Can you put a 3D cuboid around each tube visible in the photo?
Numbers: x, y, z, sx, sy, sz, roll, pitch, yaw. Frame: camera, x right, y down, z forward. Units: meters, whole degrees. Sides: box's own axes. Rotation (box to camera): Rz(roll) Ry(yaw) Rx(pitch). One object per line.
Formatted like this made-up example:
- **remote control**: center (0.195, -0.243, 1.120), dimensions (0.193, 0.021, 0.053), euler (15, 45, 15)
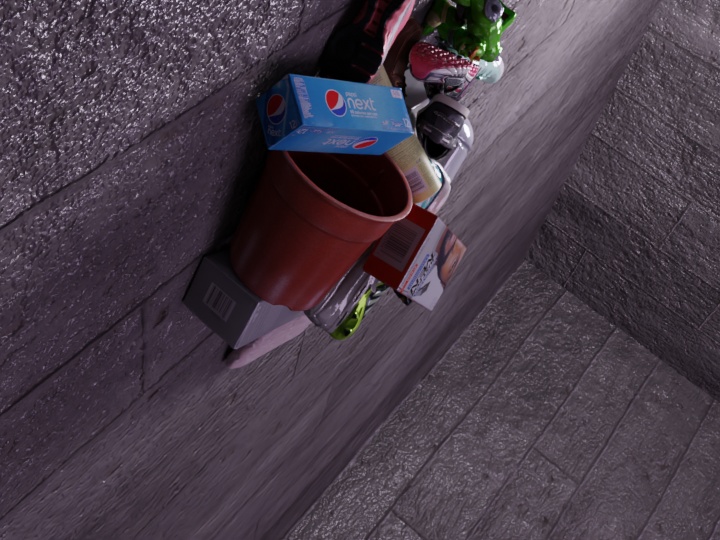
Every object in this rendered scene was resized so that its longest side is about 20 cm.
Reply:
- **tube**: center (0.044, -0.188, 1.219), dimensions (0.051, 0.202, 0.058), euler (-15, -152, 40)

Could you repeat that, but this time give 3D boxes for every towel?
- **towel**: center (-0.114, 0.077, 1.474), dimensions (0.200, 0.032, 0.190), euler (-44, 170, 37)

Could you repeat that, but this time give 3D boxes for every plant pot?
- **plant pot**: center (-0.065, -0.067, 1.151), dimensions (0.196, 0.201, 0.200), euler (-53, 167, 32)

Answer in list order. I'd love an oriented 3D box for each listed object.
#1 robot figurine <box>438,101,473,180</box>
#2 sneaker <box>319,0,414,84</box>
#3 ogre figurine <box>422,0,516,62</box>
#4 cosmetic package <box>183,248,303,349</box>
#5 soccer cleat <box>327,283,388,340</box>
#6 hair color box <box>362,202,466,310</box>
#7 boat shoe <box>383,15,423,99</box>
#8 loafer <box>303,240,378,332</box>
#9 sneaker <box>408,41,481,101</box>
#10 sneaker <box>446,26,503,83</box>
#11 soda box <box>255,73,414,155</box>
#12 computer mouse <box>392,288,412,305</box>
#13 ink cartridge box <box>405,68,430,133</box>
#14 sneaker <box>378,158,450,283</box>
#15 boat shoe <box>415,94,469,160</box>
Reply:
- **robot figurine**: center (0.121, -0.202, 1.529), dimensions (0.202, 0.112, 0.169), euler (-60, -154, 2)
- **sneaker**: center (0.024, -0.299, 1.112), dimensions (0.202, 0.073, 0.087), euler (-57, 169, 16)
- **ogre figurine**: center (0.151, -0.364, 1.267), dimensions (0.098, 0.119, 0.201), euler (-47, 163, -25)
- **cosmetic package**: center (-0.142, 0.022, 1.247), dimensions (0.091, 0.106, 0.199), euler (-59, 162, 22)
- **soccer cleat**: center (0.011, 0.020, 1.407), dimensions (0.201, 0.067, 0.081), euler (-53, -176, 4)
- **hair color box**: center (0.080, -0.018, 1.243), dimensions (0.112, 0.063, 0.200), euler (-60, 161, 0)
- **boat shoe**: center (0.037, -0.257, 1.252), dimensions (0.202, 0.067, 0.072), euler (-59, 164, 18)
- **loafer**: center (0.000, 0.000, 1.261), dimensions (0.200, 0.070, 0.070), euler (-47, 121, 1)
- **sneaker**: center (0.117, -0.269, 1.250), dimensions (0.076, 0.080, 0.199), euler (-65, 162, 16)
- **sneaker**: center (0.174, -0.331, 1.493), dimensions (0.120, 0.073, 0.200), euler (-61, 155, 1)
- **soda box**: center (-0.027, -0.184, 1.070), dimensions (0.198, 0.066, 0.067), euler (-4, 165, -47)
- **computer mouse**: center (0.020, -0.022, 1.477), dimensions (0.034, 0.201, 0.059), euler (-31, 167, -19)
- **ink cartridge box**: center (0.051, -0.209, 1.402), dimensions (0.116, 0.067, 0.202), euler (-39, 159, -45)
- **sneaker**: center (0.054, -0.078, 1.317), dimensions (0.079, 0.077, 0.203), euler (20, 101, -55)
- **boat shoe**: center (0.106, -0.194, 1.281), dimensions (0.200, 0.071, 0.069), euler (122, -9, -86)
